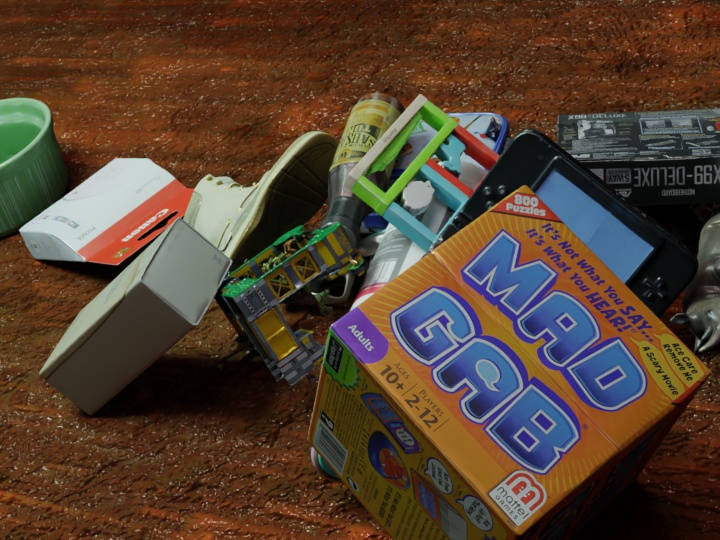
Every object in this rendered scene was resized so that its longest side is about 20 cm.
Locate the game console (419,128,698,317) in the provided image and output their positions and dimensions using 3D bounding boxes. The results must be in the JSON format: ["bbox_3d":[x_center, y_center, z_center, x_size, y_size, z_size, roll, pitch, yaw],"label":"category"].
[{"bbox_3d":[0.161,0.010,1.315,0.200,0.173,0.119,38,30,3],"label":"game console"}]

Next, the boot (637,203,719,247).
[{"bbox_3d":[0.241,-0.039,1.480,0.150,0.074,0.199,-31,26,-26],"label":"boot"}]

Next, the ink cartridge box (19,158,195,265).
[{"bbox_3d":[-0.285,-0.072,1.765,0.162,0.057,0.199,-40,22,-30],"label":"ink cartridge box"}]

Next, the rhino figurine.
[{"bbox_3d":[0.327,0.009,1.344,0.087,0.060,0.200,-17,29,39],"label":"rhino figurine"}]

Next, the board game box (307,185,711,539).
[{"bbox_3d":[0.103,0.105,1.154,0.199,0.201,0.200,-35,70,-24],"label":"board game box"}]

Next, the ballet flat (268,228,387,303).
[{"bbox_3d":[0.000,0.000,1.562,0.198,0.067,0.064,-10,62,14],"label":"ballet flat"}]

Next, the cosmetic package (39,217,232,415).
[{"bbox_3d":[-0.221,0.048,1.487,0.200,0.073,0.104,-40,17,39],"label":"cosmetic package"}]

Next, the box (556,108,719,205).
[{"bbox_3d":[0.286,-0.110,1.455,0.198,0.050,0.158,-2,21,8],"label":"box"}]

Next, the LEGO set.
[{"bbox_3d":[-0.058,0.038,1.452,0.153,0.116,0.200,-37,11,-22],"label":"LEGO set"}]

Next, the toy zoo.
[{"bbox_3d":[0.098,-0.062,1.410,0.199,0.020,0.131,38,56,3],"label":"toy zoo"}]

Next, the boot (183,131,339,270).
[{"bbox_3d":[-0.115,-0.082,1.659,0.201,0.072,0.155,-56,34,3],"label":"boot"}]

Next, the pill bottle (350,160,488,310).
[{"bbox_3d":[0.070,-0.007,1.448,0.110,0.111,0.201,3,50,29],"label":"pill bottle"}]

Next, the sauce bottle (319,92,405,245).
[{"bbox_3d":[0.001,-0.102,1.577,0.065,0.066,0.201,-4,42,20],"label":"sauce bottle"}]

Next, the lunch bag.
[{"bbox_3d":[0.072,-0.103,1.651,0.198,0.076,0.161,-1,39,27],"label":"lunch bag"}]

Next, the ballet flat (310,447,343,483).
[{"bbox_3d":[0.046,0.132,1.342,0.198,0.070,0.071,-21,15,-11],"label":"ballet flat"}]

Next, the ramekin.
[{"bbox_3d":[-0.467,-0.124,1.915,0.198,0.098,0.201,-13,34,9],"label":"ramekin"}]
